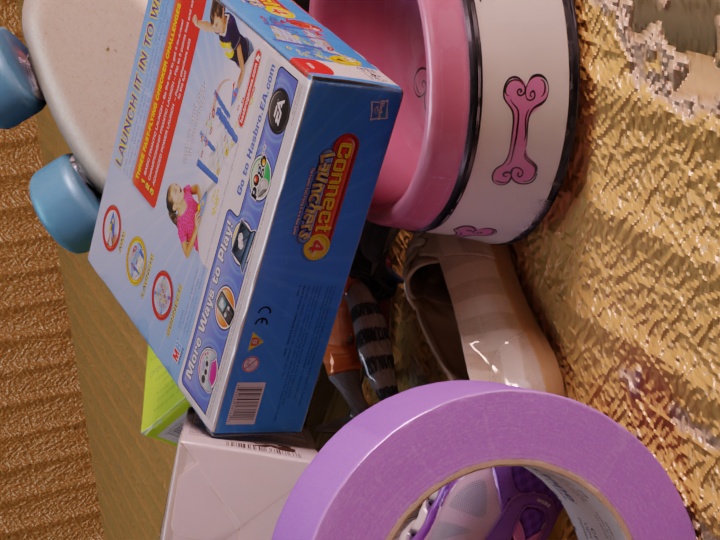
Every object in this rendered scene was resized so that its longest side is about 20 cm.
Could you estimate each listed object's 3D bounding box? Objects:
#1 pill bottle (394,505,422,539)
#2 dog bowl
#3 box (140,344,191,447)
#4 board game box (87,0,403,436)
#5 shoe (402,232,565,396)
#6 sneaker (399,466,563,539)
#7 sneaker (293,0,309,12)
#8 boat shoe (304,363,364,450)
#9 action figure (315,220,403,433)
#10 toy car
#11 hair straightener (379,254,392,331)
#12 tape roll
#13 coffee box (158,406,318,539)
[{"bbox_3d":[0.044,0.201,0.965,0.200,0.104,0.105,31,131,59],"label":"pill bottle"},{"bbox_3d":[0.034,-0.110,0.847,0.200,0.073,0.202,173,90,-69],"label":"dog bowl"},{"bbox_3d":[-0.094,0.005,1.086,0.122,0.047,0.201,-39,40,40],"label":"box"},{"bbox_3d":[-0.071,-0.047,0.882,0.196,0.056,0.201,46,126,49],"label":"board game box"},{"bbox_3d":[0.056,0.009,0.919,0.070,0.053,0.201,98,157,-45],"label":"shoe"},{"bbox_3d":[0.059,0.156,0.833,0.080,0.200,0.089,36,-172,-38],"label":"sneaker"},{"bbox_3d":[-0.058,-0.185,1.140,0.114,0.076,0.201,-142,47,-68],"label":"sneaker"},{"bbox_3d":[-0.061,0.127,1.056,0.072,0.066,0.202,-1,64,64],"label":"boat shoe"},{"bbox_3d":[0.000,0.000,0.998,0.104,0.200,0.195,-4,71,32],"label":"action figure"},{"bbox_3d":[-0.129,-0.129,1.078,0.178,0.184,0.200,59,-167,-2],"label":"toy car"},{"bbox_3d":[-0.009,-0.037,1.119,0.077,0.041,0.201,-119,19,-47],"label":"hair straightener"},{"bbox_3d":[0.058,0.154,0.759,0.066,0.199,0.202,-178,77,-72],"label":"tape roll"},{"bbox_3d":[-0.071,0.144,0.903,0.200,0.079,0.114,176,104,-85],"label":"coffee box"}]
